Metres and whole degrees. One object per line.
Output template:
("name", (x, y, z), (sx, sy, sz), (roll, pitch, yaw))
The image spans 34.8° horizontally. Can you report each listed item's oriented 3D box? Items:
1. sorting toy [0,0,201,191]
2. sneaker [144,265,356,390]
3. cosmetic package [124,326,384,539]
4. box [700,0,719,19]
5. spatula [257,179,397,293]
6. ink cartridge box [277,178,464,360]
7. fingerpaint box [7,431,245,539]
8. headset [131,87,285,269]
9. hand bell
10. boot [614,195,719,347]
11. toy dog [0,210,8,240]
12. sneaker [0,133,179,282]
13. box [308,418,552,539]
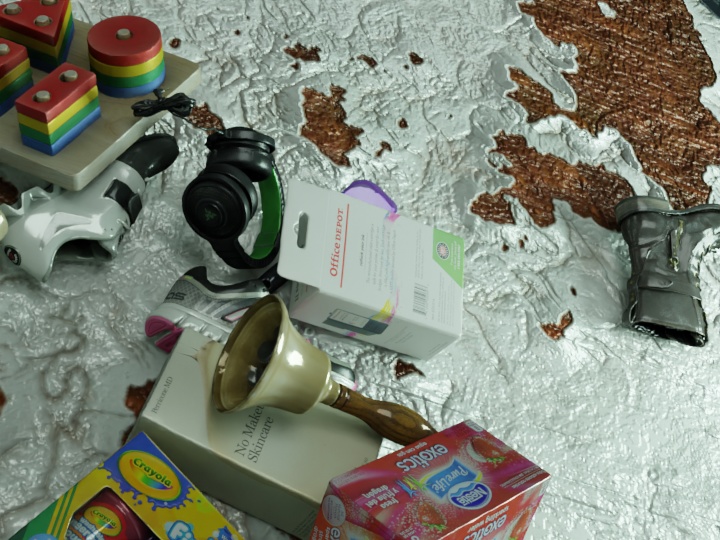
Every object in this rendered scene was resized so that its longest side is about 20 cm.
("sorting toy", (-0.285, -0.186, 1.065), (0.200, 0.070, 0.199), (22, 47, 18))
("sneaker", (-0.090, 0.055, 1.046), (0.199, 0.074, 0.088), (22, 57, -6))
("cosmetic package", (-0.089, 0.145, 0.988), (0.200, 0.073, 0.104), (27, 50, -9))
("box", (0.582, -0.486, 1.669), (0.107, 0.200, 0.148), (47, 50, 8))
("spatula", (-0.040, -0.031, 1.164), (0.057, 0.021, 0.200), (46, 51, 5))
("ink cartridge box", (0.000, 0.000, 1.116), (0.200, 0.067, 0.117), (20, 56, -23))
("fingerpaint box", (-0.166, 0.253, 0.875), (0.200, 0.073, 0.167), (46, 51, 7))
("headset", (-0.134, -0.087, 1.074), (0.094, 0.200, 0.124), (-2, 49, 22))
("hand bell", (-0.014, 0.108, 0.967), (0.200, 0.104, 0.104), (28, 49, -26))
("boot", (0.378, 0.008, 1.332), (0.199, 0.069, 0.175), (6, 62, -19))
("toy dog", (-0.387, -0.028, 0.958), (0.200, 0.096, 0.132), (38, 51, 20))
("sneaker", (-0.235, -0.054, 1.053), (0.200, 0.074, 0.089), (-36, 83, -31))
("box", (0.056, 0.207, 0.936), (0.095, 0.100, 0.200), (33, 27, 30))
